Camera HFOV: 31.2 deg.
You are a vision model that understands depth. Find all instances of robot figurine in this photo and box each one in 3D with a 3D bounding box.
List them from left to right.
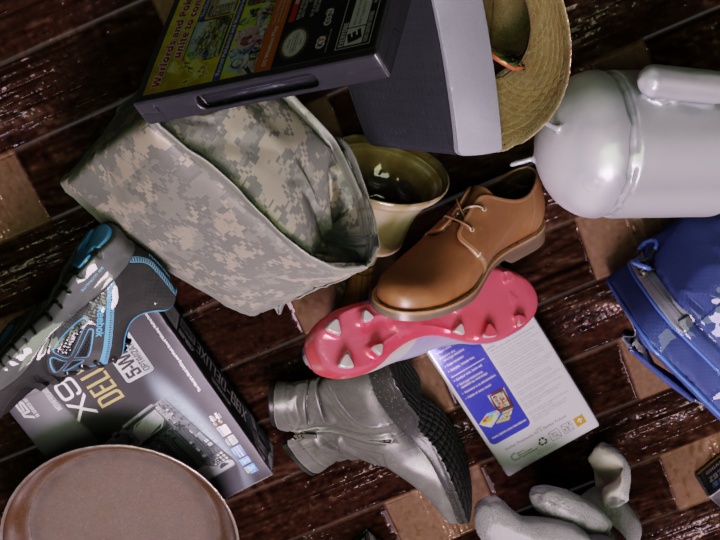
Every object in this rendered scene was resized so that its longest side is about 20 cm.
[{"bbox_3d":[0.219,-0.097,0.996,0.199,0.113,0.170,-1,145,-16],"label":"robot figurine"}]

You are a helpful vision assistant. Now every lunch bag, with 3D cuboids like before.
[{"bbox_3d":[-0.093,-0.056,0.968,0.200,0.118,0.164,43,145,-18],"label":"lunch bag"},{"bbox_3d":[0.294,0.046,1.058,0.200,0.136,0.132,41,104,-18],"label":"lunch bag"}]

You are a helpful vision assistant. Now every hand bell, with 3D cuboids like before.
[{"bbox_3d":[0.000,0.000,1.060,0.104,0.104,0.201,8,125,-7],"label":"hand bell"}]

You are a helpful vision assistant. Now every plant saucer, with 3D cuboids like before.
[{"bbox_3d":[-0.201,0.225,1.087,0.199,0.032,0.201,-1,114,-2],"label":"plant saucer"}]

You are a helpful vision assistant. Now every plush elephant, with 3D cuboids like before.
[{"bbox_3d":[0.191,0.245,1.138,0.199,0.155,0.166,-7,104,7],"label":"plush elephant"}]

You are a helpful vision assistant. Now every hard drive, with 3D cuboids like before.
[{"bbox_3d":[0.033,-0.181,0.951,0.042,0.135,0.201,-30,118,-35],"label":"hard drive"}]

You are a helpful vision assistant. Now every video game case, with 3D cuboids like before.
[{"bbox_3d":[-0.044,-0.190,0.853,0.180,0.201,0.026,-7,141,28],"label":"video game case"}]

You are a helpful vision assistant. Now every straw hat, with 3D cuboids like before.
[{"bbox_3d":[0.105,-0.193,0.966,0.085,0.201,0.202,-29,118,-34],"label":"straw hat"}]

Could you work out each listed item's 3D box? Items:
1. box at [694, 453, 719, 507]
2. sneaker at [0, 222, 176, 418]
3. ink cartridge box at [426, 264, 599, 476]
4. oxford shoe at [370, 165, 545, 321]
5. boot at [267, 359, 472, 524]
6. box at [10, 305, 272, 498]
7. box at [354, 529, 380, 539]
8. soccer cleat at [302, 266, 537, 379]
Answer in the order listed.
[{"bbox_3d":[0.434,0.181,1.174,0.160,0.049,0.200,42,104,-16],"label":"box"},{"bbox_3d":[-0.225,0.057,0.993,0.082,0.073,0.200,37,112,-24],"label":"sneaker"},{"bbox_3d":[0.119,0.078,1.115,0.094,0.037,0.200,-30,114,8],"label":"ink cartridge box"},{"bbox_3d":[0.075,-0.026,0.998,0.071,0.200,0.072,23,130,30],"label":"oxford shoe"},{"bbox_3d":[0.010,0.154,1.134,0.130,0.068,0.200,-19,120,21],"label":"boot"},{"bbox_3d":[-0.191,0.122,1.095,0.157,0.050,0.200,-28,112,9],"label":"box"},{"bbox_3d":[-0.008,0.362,1.217,0.200,0.050,0.158,-43,109,14],"label":"box"},{"bbox_3d":[0.047,0.042,1.044,0.199,0.076,0.067,-16,87,-21],"label":"soccer cleat"}]
